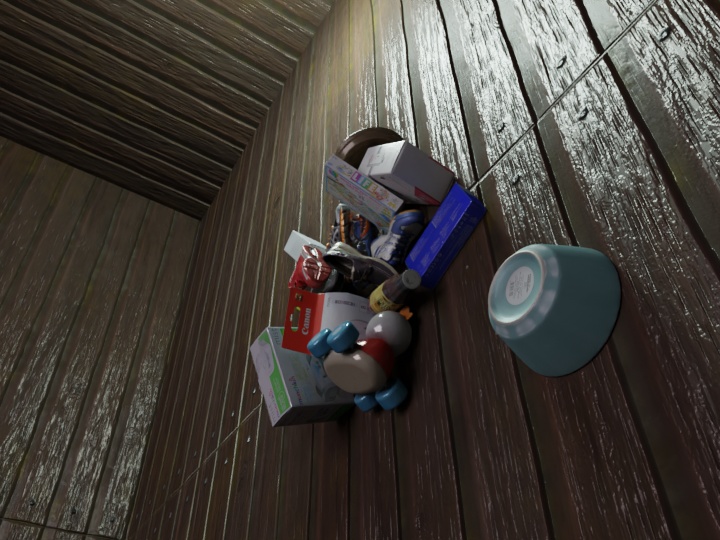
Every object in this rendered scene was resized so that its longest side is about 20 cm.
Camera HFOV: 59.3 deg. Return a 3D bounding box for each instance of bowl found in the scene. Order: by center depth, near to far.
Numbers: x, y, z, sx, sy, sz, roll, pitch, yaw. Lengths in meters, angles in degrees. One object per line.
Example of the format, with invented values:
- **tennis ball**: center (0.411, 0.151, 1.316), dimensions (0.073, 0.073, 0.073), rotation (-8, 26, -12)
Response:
- **bowl**: center (0.261, 0.043, 0.920), dimensions (0.201, 0.104, 0.202), rotation (-46, 32, 40)

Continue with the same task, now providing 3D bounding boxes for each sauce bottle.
- **sauce bottle**: center (0.071, 0.045, 1.313), dimensions (0.200, 0.065, 0.067), rotation (129, 156, -68)

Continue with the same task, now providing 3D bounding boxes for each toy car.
- **toy car**: center (0.033, 0.150, 1.286), dimensions (0.200, 0.185, 0.177), rotation (-46, 11, -31)

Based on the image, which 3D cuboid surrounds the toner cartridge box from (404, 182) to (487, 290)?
- **toner cartridge box**: center (0.170, -0.069, 1.284), dimensions (0.201, 0.043, 0.095), rotation (-58, 25, 20)

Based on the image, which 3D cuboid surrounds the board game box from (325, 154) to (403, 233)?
- **board game box**: center (0.006, -0.176, 1.487), dimensions (0.034, 0.199, 0.135), rotation (-52, -10, -17)

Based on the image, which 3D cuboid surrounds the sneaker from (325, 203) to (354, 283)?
- **sneaker**: center (-0.053, -0.068, 1.610), dimensions (0.077, 0.078, 0.202), rotation (2, 98, 28)

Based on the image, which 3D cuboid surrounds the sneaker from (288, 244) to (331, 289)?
- **sneaker**: center (-0.132, 0.025, 1.608), dimensions (0.200, 0.078, 0.116), rotation (-102, 33, -66)

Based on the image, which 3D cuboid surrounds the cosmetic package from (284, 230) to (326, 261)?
- **cosmetic package**: center (-0.149, -0.054, 1.872), dimensions (0.075, 0.101, 0.200), rotation (-64, 25, 5)

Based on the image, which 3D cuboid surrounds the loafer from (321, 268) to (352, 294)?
- **loafer**: center (-0.049, 0.044, 1.550), dimensions (0.200, 0.071, 0.074), rotation (107, -173, -81)

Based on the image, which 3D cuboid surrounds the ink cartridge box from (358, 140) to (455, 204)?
- **ink cartridge box**: center (0.098, -0.217, 1.437), dimensions (0.083, 0.146, 0.200), rotation (-64, 23, -5)

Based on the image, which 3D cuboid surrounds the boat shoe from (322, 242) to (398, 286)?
- **boat shoe**: center (0.000, 0.000, 1.437), dimensions (0.065, 0.199, 0.072), rotation (-36, -35, -40)

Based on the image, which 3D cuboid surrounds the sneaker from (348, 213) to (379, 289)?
- **sneaker**: center (0.017, -0.044, 1.545), dimensions (0.075, 0.078, 0.202), rotation (-19, 54, 41)

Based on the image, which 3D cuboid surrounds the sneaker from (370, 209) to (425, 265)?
- **sneaker**: center (0.090, -0.058, 1.425), dimensions (0.200, 0.075, 0.089), rotation (129, 145, -52)

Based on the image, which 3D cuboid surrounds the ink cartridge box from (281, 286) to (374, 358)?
- **ink cartridge box**: center (-0.066, 0.120, 1.419), dimensions (0.057, 0.199, 0.164), rotation (-46, 32, 48)

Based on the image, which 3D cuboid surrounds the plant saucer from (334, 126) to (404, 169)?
- **plant saucer**: center (0.029, -0.257, 1.556), dimensions (0.201, 0.199, 0.030), rotation (-53, 35, 28)

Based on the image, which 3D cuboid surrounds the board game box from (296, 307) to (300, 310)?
- **board game box**: center (-0.079, 0.110, 1.578), dimensions (0.048, 0.101, 0.200), rotation (-66, 24, -2)

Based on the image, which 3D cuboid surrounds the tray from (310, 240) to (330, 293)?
- **tray**: center (-0.075, -0.024, 1.692), dimensions (0.022, 0.107, 0.202), rotation (22, 89, 30)

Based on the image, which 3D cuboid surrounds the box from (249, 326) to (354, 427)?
- **box**: center (-0.133, 0.235, 1.418), dimensions (0.097, 0.175, 0.201), rotation (-47, 51, 35)
